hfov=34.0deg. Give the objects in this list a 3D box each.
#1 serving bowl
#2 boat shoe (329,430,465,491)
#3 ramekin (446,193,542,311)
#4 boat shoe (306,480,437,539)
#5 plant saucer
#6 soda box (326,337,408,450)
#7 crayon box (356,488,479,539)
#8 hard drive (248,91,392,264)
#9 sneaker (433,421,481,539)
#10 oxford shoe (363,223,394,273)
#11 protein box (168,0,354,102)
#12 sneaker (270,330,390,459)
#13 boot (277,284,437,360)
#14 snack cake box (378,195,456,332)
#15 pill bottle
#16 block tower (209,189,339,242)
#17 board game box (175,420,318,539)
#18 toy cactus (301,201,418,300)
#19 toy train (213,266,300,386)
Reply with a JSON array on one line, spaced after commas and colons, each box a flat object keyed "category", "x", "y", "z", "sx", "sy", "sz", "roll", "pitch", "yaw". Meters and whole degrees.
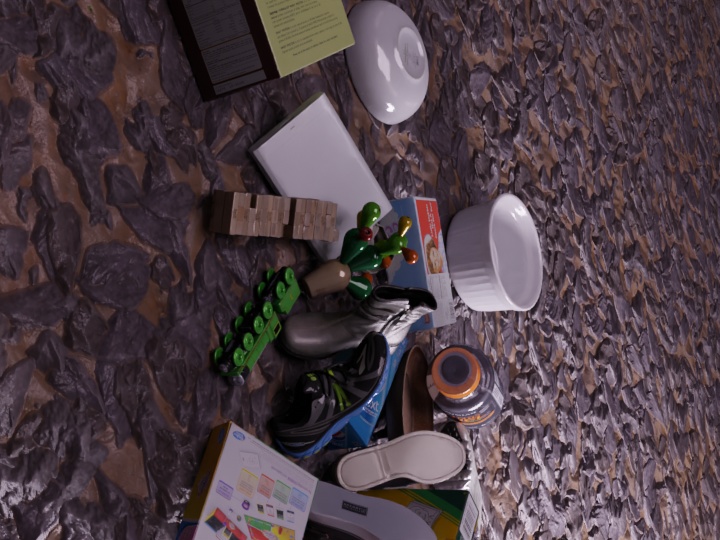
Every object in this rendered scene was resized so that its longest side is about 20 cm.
[{"category": "serving bowl", "x": 0.056, "y": -0.341, "z": 1.891, "sx": 0.199, "sy": 0.065, "sz": 0.204, "roll": 23, "pitch": 63, "yaw": -53}, {"category": "boat shoe", "x": 0.049, "y": 0.266, "z": 1.629, "sx": 0.197, "sy": 0.063, "sz": 0.074, "roll": -6, "pitch": 80, "yaw": -22}, {"category": "ramekin", "x": 0.230, "y": -0.025, "z": 2.036, "sx": 0.199, "sy": 0.096, "sz": 0.204, "roll": 21, "pitch": 65, "yaw": -53}, {"category": "boat shoe", "x": 0.003, "y": 0.331, "z": 1.526, "sx": 0.197, "sy": 0.057, "sz": 0.069, "roll": 23, "pitch": 44, "yaw": -1}, {"category": "plant saucer", "x": 0.071, "y": 0.212, "z": 1.743, "sx": 0.200, "sy": 0.036, "sz": 0.204, "roll": -2, "pitch": 90, "yaw": -75}, {"category": "soda box", "x": -0.001, "y": 0.153, "z": 1.659, "sx": 0.065, "sy": 0.067, "sz": 0.201, "roll": 55, "pitch": 40, "yaw": -30}, {"category": "crayon box", "x": 0.052, "y": 0.389, "z": 1.574, "sx": 0.059, "sy": 0.170, "sz": 0.202, "roll": 63, "pitch": 35, "yaw": -38}, {"category": "hard drive", "x": -0.053, "y": -0.126, "z": 1.636, "sx": 0.132, "sy": 0.026, "sz": 0.201, "roll": -41, "pitch": 118, "yaw": -15}, {"category": "sneaker", "x": 0.154, "y": 0.331, "z": 1.850, "sx": 0.081, "sy": 0.074, "sz": 0.204, "roll": -28, "pitch": 114, "yaw": -64}, {"category": "oxford shoe", "x": -0.010, "y": -0.073, "z": 1.721, "sx": 0.201, "sy": 0.057, "sz": 0.076, "roll": 51, "pitch": 44, "yaw": -34}, {"category": "protein box", "x": -0.136, "y": -0.355, "z": 1.539, "sx": 0.198, "sy": 0.133, "sz": 0.203, "roll": -38, "pitch": 113, "yaw": -53}, {"category": "sneaker", "x": -0.037, "y": 0.155, "z": 1.535, "sx": 0.200, "sy": 0.071, "sz": 0.083, "roll": -45, "pitch": 116, "yaw": -7}, {"category": "boot", "x": -0.005, "y": 0.058, "z": 1.576, "sx": 0.197, "sy": 0.131, "sz": 0.069, "roll": 1, "pitch": 56, "yaw": -30}, {"category": "snack cake box", "x": 0.087, "y": -0.009, "z": 1.825, "sx": 0.115, "sy": 0.066, "sz": 0.204, "roll": -4, "pitch": 84, "yaw": -67}, {"category": "pill bottle", "x": 0.159, "y": 0.175, "z": 1.808, "sx": 0.200, "sy": 0.104, "sz": 0.108, "roll": 51, "pitch": 37, "yaw": -68}, {"category": "block tower", "x": -0.111, "y": -0.071, "z": 1.537, "sx": 0.198, "sy": 0.053, "sz": 0.059, "roll": 5, "pitch": 94, "yaw": -49}, {"category": "board game box", "x": -0.138, "y": 0.306, "z": 1.400, "sx": 0.152, "sy": 0.040, "sz": 0.202, "roll": 38, "pitch": 49, "yaw": -27}, {"category": "toy cactus", "x": 0.000, "y": 0.000, "z": 1.646, "sx": 0.103, "sy": 0.163, "sz": 0.201, "roll": 55, "pitch": -19, "yaw": 29}, {"category": "toy train", "x": -0.130, "y": 0.071, "z": 1.515, "sx": 0.201, "sy": 0.041, "sz": 0.057, "roll": -61, "pitch": 140, "yaw": -45}]
